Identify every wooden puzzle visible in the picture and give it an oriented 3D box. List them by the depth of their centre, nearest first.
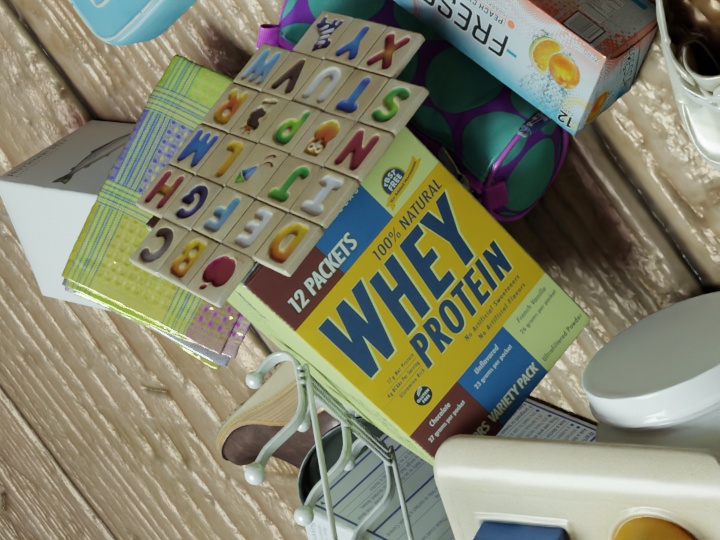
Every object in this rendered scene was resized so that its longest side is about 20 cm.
[{"bbox_3d":[0.141,0.195,0.964,0.185,0.046,0.200,0,119,32],"label":"wooden puzzle"}]

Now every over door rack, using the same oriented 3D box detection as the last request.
[{"bbox_3d":[-0.005,0.163,1.036,0.148,0.067,0.200,47,-167,-50],"label":"over door rack"}]

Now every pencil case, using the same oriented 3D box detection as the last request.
[{"bbox_3d":[0.036,-0.117,1.045,0.200,0.092,0.085,36,143,23],"label":"pencil case"}]

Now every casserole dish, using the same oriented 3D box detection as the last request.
[{"bbox_3d":[-0.178,-0.238,1.228,0.121,0.039,0.200,54,145,-5],"label":"casserole dish"}]

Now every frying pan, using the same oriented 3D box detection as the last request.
[{"bbox_3d":[-0.010,0.130,1.263,0.190,0.115,0.031,61,-177,-32],"label":"frying pan"}]

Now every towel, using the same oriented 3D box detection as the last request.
[{"bbox_3d":[-0.121,-0.043,1.206,0.143,0.200,0.023,25,-179,1],"label":"towel"}]

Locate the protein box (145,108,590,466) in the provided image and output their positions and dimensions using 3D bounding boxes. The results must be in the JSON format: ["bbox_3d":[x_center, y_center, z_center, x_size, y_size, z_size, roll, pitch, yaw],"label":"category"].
[{"bbox_3d":[0.000,0.000,1.053,0.199,0.135,0.200,44,172,-25],"label":"protein box"}]

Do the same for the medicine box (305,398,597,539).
[{"bbox_3d":[0.094,0.188,1.173,0.200,0.182,0.103,21,136,37],"label":"medicine box"}]

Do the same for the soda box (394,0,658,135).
[{"bbox_3d":[0.078,-0.172,0.971,0.200,0.064,0.068,40,144,18],"label":"soda box"}]

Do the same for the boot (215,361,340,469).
[{"bbox_3d":[-0.035,0.167,1.398,0.166,0.072,0.200,49,142,7],"label":"boot"}]

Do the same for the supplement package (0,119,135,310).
[{"bbox_3d":[-0.183,-0.043,1.341,0.200,0.117,0.118,9,128,44],"label":"supplement package"}]

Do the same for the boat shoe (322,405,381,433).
[{"bbox_3d":[-0.009,0.046,1.258,0.068,0.075,0.200,0,128,42],"label":"boat shoe"}]

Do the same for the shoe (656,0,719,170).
[{"bbox_3d":[0.185,-0.136,0.889,0.070,0.053,0.200,16,132,41],"label":"shoe"}]

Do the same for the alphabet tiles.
[{"bbox_3d":[-0.051,-0.071,0.967,0.166,0.200,0.006,24,163,49],"label":"alphabet tiles"}]

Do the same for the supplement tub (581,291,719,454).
[{"bbox_3d":[0.231,0.128,0.995,0.144,0.145,0.200,-9,113,52],"label":"supplement tub"}]
